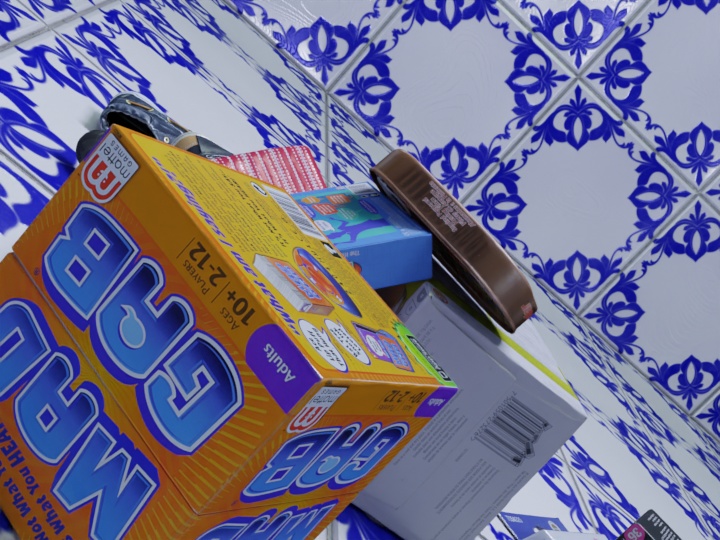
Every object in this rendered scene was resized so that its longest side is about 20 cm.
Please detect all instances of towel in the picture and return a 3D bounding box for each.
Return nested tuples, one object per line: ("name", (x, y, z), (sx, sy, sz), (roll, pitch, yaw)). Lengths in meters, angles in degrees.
("towel", (-0.100, -0.060, 1.167), (0.199, 0.022, 0.145), (-17, 81, -49))

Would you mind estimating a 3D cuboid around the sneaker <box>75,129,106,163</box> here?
("sneaker", (-0.219, -0.067, 1.062), (0.200, 0.066, 0.090), (48, 11, 11))

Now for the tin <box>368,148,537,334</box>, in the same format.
("tin", (0.081, -0.028, 0.952), (0.200, 0.042, 0.112), (49, -7, 26))

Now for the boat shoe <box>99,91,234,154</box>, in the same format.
("boat shoe", (-0.222, -0.135, 1.288), (0.200, 0.071, 0.091), (34, 15, -11))

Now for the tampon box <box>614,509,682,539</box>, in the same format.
("tampon box", (0.296, 0.362, 1.055), (0.200, 0.150, 0.126), (47, 13, 19))

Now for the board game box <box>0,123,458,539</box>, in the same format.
("board game box", (-0.101, 0.068, 0.675), (0.200, 0.200, 0.200), (48, 14, 23))

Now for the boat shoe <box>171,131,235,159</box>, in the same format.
("boat shoe", (-0.130, -0.090, 1.229), (0.199, 0.075, 0.062), (28, 19, -40))

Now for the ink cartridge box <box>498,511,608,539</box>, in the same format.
("ink cartridge box", (0.268, 0.351, 1.262), (0.200, 0.043, 0.196), (53, 16, 31))

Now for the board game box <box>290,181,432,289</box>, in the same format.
("board game box", (-0.058, -0.022, 0.938), (0.199, 0.045, 0.152), (-10, 25, -18))

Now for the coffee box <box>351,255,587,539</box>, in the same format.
("coffee box", (0.057, 0.109, 1.032), (0.200, 0.200, 0.198), (37, 14, -20))
